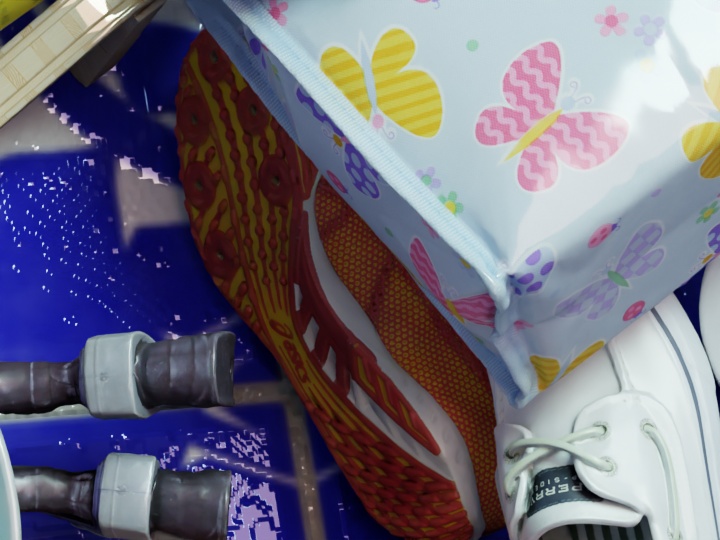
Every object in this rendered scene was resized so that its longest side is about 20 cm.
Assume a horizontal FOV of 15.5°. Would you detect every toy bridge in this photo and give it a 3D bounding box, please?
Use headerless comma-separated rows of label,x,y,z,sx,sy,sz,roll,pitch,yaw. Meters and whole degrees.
toy bridge,-0.089,-0.089,0.920,0.027,0.067,0.200,49,60,-2

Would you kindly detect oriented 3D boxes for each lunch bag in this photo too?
lunch bag,0.047,-0.091,0.825,0.169,0.127,0.200,-36,65,-7

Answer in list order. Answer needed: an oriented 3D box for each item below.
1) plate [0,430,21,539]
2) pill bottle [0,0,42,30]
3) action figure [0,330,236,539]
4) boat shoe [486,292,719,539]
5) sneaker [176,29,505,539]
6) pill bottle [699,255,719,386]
plate,-0.197,0.085,0.793,0.199,0.026,0.201,-1,84,5
pill bottle,-0.125,-0.141,0.869,0.200,0.111,0.112,-36,89,-12
action figure,-0.140,0.055,0.841,0.199,0.069,0.131,3,89,-2
boat shoe,0.080,0.071,0.850,0.067,0.073,0.201,-8,73,-55
sneaker,0.000,0.000,0.930,0.077,0.073,0.201,-31,95,-42
pill bottle,0.191,0.003,0.936,0.115,0.114,0.200,62,24,5
